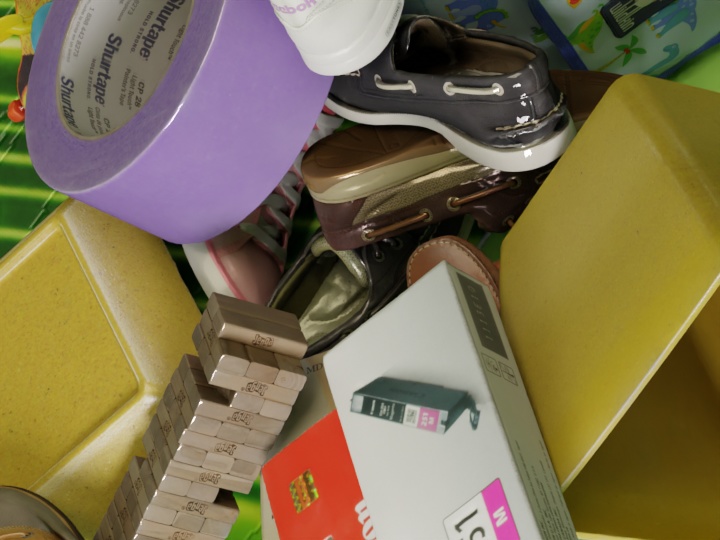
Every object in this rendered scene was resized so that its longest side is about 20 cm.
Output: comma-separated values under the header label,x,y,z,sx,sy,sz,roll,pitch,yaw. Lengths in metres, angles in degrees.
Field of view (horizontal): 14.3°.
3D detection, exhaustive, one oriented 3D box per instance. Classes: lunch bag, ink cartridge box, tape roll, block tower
label,x,y,z,sx,sy,sz,roll,pitch,yaw
lunch bag,0.115,-0.178,1.639,0.199,0.170,0.128,-6,65,22
ink cartridge box,0.018,0.123,1.453,0.173,0.043,0.201,-38,47,23
tape roll,-0.103,-0.123,1.647,0.200,0.085,0.201,-30,48,40
block tower,-0.095,0.114,1.597,0.201,0.057,0.054,-65,24,21

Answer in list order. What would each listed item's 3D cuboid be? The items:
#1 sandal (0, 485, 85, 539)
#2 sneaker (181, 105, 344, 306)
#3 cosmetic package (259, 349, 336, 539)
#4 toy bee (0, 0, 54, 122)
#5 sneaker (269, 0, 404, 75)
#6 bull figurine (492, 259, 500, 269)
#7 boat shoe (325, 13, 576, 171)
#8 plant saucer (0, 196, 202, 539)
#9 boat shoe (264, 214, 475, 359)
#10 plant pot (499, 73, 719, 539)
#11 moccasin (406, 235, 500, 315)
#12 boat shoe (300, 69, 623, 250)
label,x,y,z,sx,sy,sz,roll,pitch,yaw
sandal,-0.183,0.178,1.593,0.200,0.054,0.081,29,111,45
sneaker,-0.057,-0.063,1.711,0.104,0.075,0.201,-23,56,16
cosmetic package,0.003,0.138,1.569,0.105,0.071,0.201,-20,47,16
toy bee,-0.190,-0.135,1.781,0.108,0.130,0.202,-15,71,42
sneaker,-0.004,-0.212,1.552,0.074,0.100,0.201,-2,65,29
bull figurine,0.106,0.029,1.613,0.121,0.065,0.201,-20,55,20
boat shoe,0.038,-0.111,1.574,0.074,0.061,0.200,-32,35,-23
plant saucer,-0.186,0.065,1.693,0.200,0.048,0.201,-41,58,17
boat shoe,-0.001,0.000,1.666,0.072,0.066,0.201,32,83,28
plant pot,0.184,0.014,1.488,0.200,0.199,0.177,-57,40,32
moccasin,0.059,0.074,1.535,0.073,0.078,0.203,-20,65,29
boat shoe,0.069,-0.057,1.606,0.199,0.072,0.072,-16,28,-2
